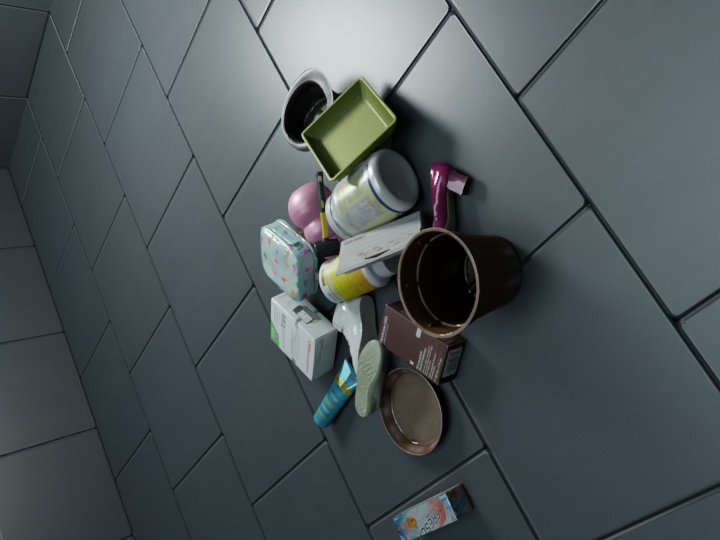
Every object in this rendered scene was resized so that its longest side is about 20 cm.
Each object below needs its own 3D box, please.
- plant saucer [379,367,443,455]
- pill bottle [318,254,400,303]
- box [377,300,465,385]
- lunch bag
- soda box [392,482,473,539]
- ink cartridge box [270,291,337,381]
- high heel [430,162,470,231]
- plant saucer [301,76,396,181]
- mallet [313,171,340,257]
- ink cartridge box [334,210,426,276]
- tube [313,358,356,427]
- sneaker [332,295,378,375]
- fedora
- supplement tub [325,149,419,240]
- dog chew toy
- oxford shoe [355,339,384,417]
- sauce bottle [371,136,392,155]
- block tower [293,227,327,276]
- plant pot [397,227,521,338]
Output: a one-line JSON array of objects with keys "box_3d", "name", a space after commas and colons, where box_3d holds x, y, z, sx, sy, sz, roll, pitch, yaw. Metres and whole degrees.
[{"box_3d": [0.124, 0.328, 1.551, 0.197, 0.034, 0.208, 8, 101, 45], "name": "plant saucer"}, {"box_3d": [0.000, 0.000, 1.569, 0.197, 0.108, 0.113, -23, 80, 38], "name": "pill bottle"}, {"box_3d": [0.135, 0.158, 1.488, 0.198, 0.073, 0.103, 32, 119, 40], "name": "box"}, {"box_3d": [-0.181, -0.029, 1.699, 0.199, 0.076, 0.164, 38, 138, 37], "name": "lunch bag"}, {"box_3d": [0.165, 0.561, 1.518, 0.200, 0.067, 0.065, -44, 66, 39], "name": "soda box"}, {"box_3d": [-0.154, 0.171, 1.762, 0.199, 0.083, 0.149, 39, 136, 35], "name": "ink cartridge box"}, {"box_3d": [0.163, -0.124, 1.417, 0.095, 0.067, 0.205, 27, 101, 29], "name": "high heel"}, {"box_3d": [-0.020, -0.312, 1.495, 0.199, 0.048, 0.202, -41, 49, 10], "name": "plant saucer"}, {"box_3d": [-0.079, -0.132, 1.575, 0.041, 0.063, 0.207, -126, 37, -73], "name": "mallet"}, {"box_3d": [0.046, -0.044, 1.406, 0.195, 0.178, 0.046, -21, 114, 14], "name": "ink cartridge box"}, {"box_3d": [-0.060, 0.330, 1.740, 0.077, 0.050, 0.203, 43, 120, 23], "name": "tube"}, {"box_3d": [-0.015, 0.165, 1.652, 0.114, 0.072, 0.208, -2, 88, 50], "name": "sneaker"}, {"box_3d": [-0.110, -0.392, 1.642, 0.178, 0.089, 0.202, 52, 122, 25], "name": "fedora"}, {"box_3d": [0.023, -0.166, 1.501, 0.198, 0.142, 0.149, -32, 74, 44], "name": "supplement tub"}, {"box_3d": [-0.098, -0.117, 1.657, 0.124, 0.123, 0.204, -32, 86, 43], "name": "dog chew toy"}, {"box_3d": [0.030, 0.255, 1.574, 0.075, 0.056, 0.206, 33, 123, 45], "name": "oxford shoe"}, {"box_3d": [-0.014, -0.301, 1.576, 0.196, 0.064, 0.067, 1, 97, 45], "name": "sauce bottle"}, {"box_3d": [-0.125, -0.046, 1.738, 0.199, 0.057, 0.055, 38, 122, 34], "name": "block tower"}, {"box_3d": [0.207, 0.014, 1.300, 0.197, 0.195, 0.208, 8, 101, 44], "name": "plant pot"}]
